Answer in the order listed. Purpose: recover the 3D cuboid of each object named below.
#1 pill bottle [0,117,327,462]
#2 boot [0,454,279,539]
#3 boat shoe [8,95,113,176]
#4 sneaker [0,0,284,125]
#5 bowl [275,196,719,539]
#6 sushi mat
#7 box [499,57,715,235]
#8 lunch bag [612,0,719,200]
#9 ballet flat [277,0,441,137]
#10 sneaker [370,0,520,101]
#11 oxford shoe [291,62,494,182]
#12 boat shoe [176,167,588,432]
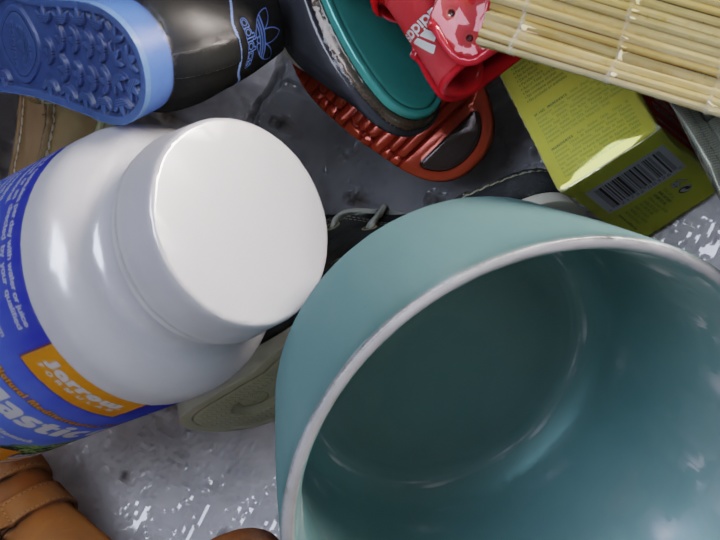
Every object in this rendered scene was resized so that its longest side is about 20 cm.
[{"bbox_3d":[-0.104,0.006,1.097,0.200,0.112,0.112,-21,61,50],"label":"pill bottle"},{"bbox_3d":[-0.128,0.121,1.172,0.200,0.074,0.155,-33,56,15],"label":"boot"},{"bbox_3d":[-0.137,-0.117,1.215,0.074,0.066,0.200,-127,46,-53],"label":"boat shoe"},{"bbox_3d":[-0.112,-0.109,1.124,0.200,0.078,0.070,29,128,46],"label":"sneaker"},{"bbox_3d":[0.048,0.053,1.033,0.201,0.201,0.105,-49,35,8],"label":"bowl"},{"bbox_3d":[0.139,-0.098,0.974,0.200,0.012,0.096,20,83,31],"label":"sushi mat"},{"bbox_3d":[0.076,-0.111,1.123,0.050,0.075,0.200,-32,59,16],"label":"box"},{"bbox_3d":[0.210,-0.052,0.997,0.164,0.118,0.200,-32,66,14],"label":"lunch bag"},{"bbox_3d":[-0.024,-0.136,1.119,0.073,0.073,0.200,-26,77,22],"label":"ballet flat"},{"bbox_3d":[0.001,-0.127,1.038,0.200,0.078,0.116,-2,72,-11],"label":"sneaker"},{"bbox_3d":[-0.002,-0.115,1.176,0.071,0.073,0.200,-40,68,11],"label":"oxford shoe"},{"bbox_3d":[0.000,0.000,1.133,0.200,0.072,0.068,-26,61,26],"label":"boat shoe"}]
